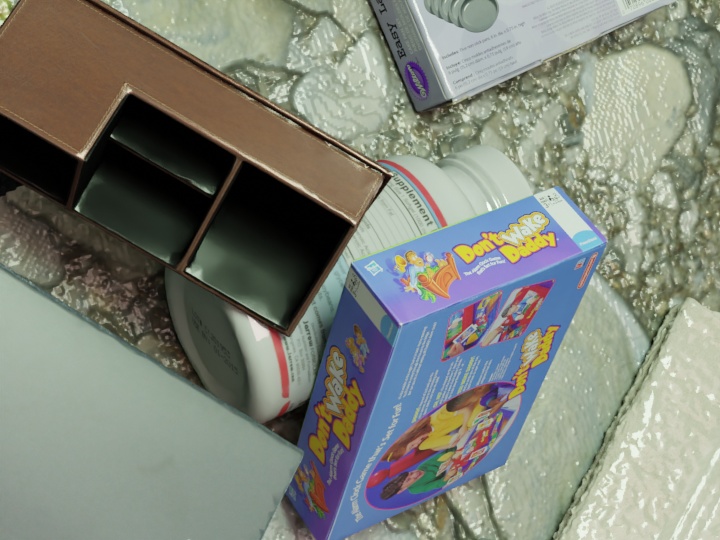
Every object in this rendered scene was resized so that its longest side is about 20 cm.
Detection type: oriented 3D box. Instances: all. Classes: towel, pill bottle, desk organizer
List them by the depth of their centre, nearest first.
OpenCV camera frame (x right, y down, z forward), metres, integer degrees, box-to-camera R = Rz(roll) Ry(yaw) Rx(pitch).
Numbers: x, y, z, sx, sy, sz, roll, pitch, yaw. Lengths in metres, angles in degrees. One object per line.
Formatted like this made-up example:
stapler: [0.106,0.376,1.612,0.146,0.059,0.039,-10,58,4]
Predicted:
desk organizer: [-0.094,-0.055,0.764,0.200,0.072,0.077,30,65,-4]
pill bottle: [0.000,0.000,0.872,0.200,0.109,0.109,-23,95,-25]
towel: [0.216,0.128,0.988,0.132,0.034,0.200,33,72,-2]

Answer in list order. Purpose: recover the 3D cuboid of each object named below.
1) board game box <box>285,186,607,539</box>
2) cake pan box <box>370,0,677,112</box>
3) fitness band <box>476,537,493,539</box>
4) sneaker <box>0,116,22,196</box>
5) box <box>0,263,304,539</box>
board game box: [0.041,0.056,0.838,0.134,0.200,0.045,-20,57,-30]
cake pan box: [0.088,-0.219,0.967,0.200,0.052,0.185,-27,98,-24]
fitness band: [0.062,0.245,0.917,0.200,0.037,0.144,-23,95,-24]
sneaker: [-0.207,-0.082,0.817,0.200,0.070,0.082,-29,80,-27]
box: [-0.164,0.088,0.738,0.196,0.200,0.118,34,72,-19]
